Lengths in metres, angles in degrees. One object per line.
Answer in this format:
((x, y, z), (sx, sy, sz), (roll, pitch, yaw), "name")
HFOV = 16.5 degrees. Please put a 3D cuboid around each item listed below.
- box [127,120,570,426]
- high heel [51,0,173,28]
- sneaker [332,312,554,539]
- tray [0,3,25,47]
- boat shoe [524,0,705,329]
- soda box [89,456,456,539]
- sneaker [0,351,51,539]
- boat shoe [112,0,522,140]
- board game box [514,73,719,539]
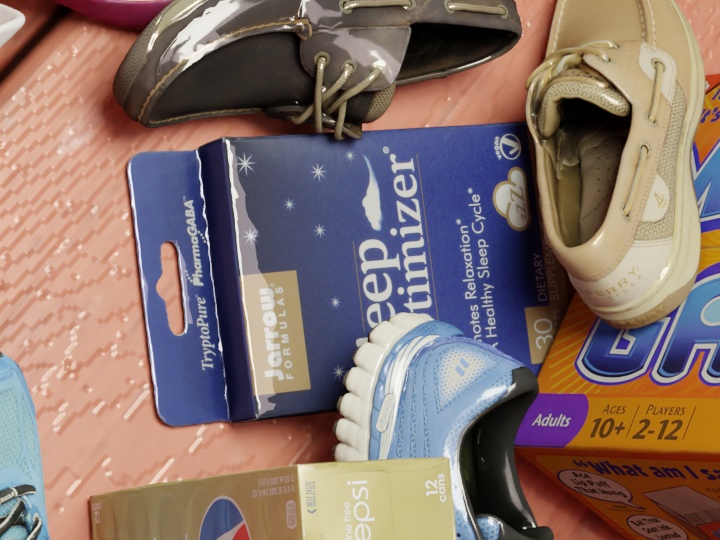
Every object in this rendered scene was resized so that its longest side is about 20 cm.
((0.000, 0.000, 1.083), (0.199, 0.032, 0.122), (-5, 86, -28), "box")
((-0.098, -0.139, 1.005), (0.199, 0.096, 0.068), (8, 88, -31), "high heel")
((0.026, 0.123, 1.021), (0.078, 0.089, 0.201), (2, 101, -62), "sneaker")
((-0.228, -0.056, 0.921), (0.200, 0.107, 0.022), (-29, 119, -25), "tray")
((0.109, -0.071, 1.091), (0.064, 0.071, 0.201), (40, 35, -39), "boat shoe")
((-0.038, 0.111, 0.948), (0.064, 0.200, 0.068), (-1, 83, -28), "soda box")
((-0.126, 0.124, 0.932), (0.078, 0.090, 0.201), (-23, 114, -47), "sneaker")
((-0.010, -0.098, 1.054), (0.199, 0.075, 0.073), (-24, 69, -29), "boat shoe")
((0.230, 0.043, 1.089), (0.200, 0.200, 0.200), (38, 67, -30), "board game box")
